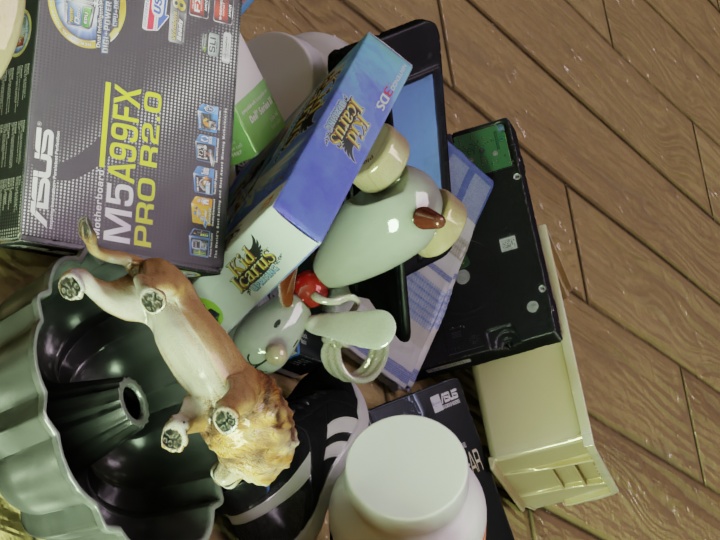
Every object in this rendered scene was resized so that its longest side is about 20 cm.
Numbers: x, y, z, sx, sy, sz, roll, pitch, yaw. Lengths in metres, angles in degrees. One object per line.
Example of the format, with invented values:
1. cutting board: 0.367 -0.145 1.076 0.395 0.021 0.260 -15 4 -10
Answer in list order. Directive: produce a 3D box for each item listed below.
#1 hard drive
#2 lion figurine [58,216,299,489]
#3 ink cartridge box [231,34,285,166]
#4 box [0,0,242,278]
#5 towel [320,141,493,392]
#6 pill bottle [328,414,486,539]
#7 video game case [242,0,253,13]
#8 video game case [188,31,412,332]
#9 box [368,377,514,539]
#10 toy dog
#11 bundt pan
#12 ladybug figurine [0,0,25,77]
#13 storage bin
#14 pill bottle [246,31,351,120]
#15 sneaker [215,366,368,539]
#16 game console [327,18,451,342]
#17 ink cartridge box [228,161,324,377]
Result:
1. hard drive: 0.085 -0.018 1.979 0.038 0.139 0.202 46 30 -67
2. lion figurine: -0.106 0.048 1.430 0.201 0.072 0.122 64 17 -3
3. ink cartridge box: -0.151 -0.161 1.622 0.201 0.116 0.067 64 27 -14
4. box: -0.157 -0.104 1.499 0.159 0.044 0.202 11 79 -39
5. towel: 0.036 -0.013 1.897 0.147 0.024 0.201 36 73 -51
6. pill bottle: 0.034 0.194 1.643 0.201 0.112 0.114 88 1 -52
7. video game case: -0.141 -0.254 1.839 0.144 0.018 0.200 61 25 -17
8. video game case: -0.057 -0.049 1.613 0.045 0.181 0.201 38 45 -11
9. box: 0.051 0.180 1.868 0.200 0.043 0.161 -12 82 -66
10. toy dog: 0.000 0.000 1.631 0.131 0.201 0.096 19 12 -23
11. bundt pan: -0.169 0.093 1.434 0.202 0.075 0.203 47 32 -41
12. ladybug figurine: -0.272 -0.182 1.399 0.072 0.135 0.202 122 -42 -76
13. storage bin: 0.155 0.094 2.049 0.199 0.093 0.202 53 23 -68
14. pill bottle: -0.024 -0.130 1.873 0.200 0.111 0.112 19 54 -60
15. sneaker: -0.057 0.108 1.662 0.112 0.073 0.201 58 28 -26
16. game console: 0.043 -0.073 1.777 0.175 0.116 0.202 -25 119 -43
17. ink cartridge box: -0.078 -0.024 1.767 0.099 0.039 0.202 22 51 -58
